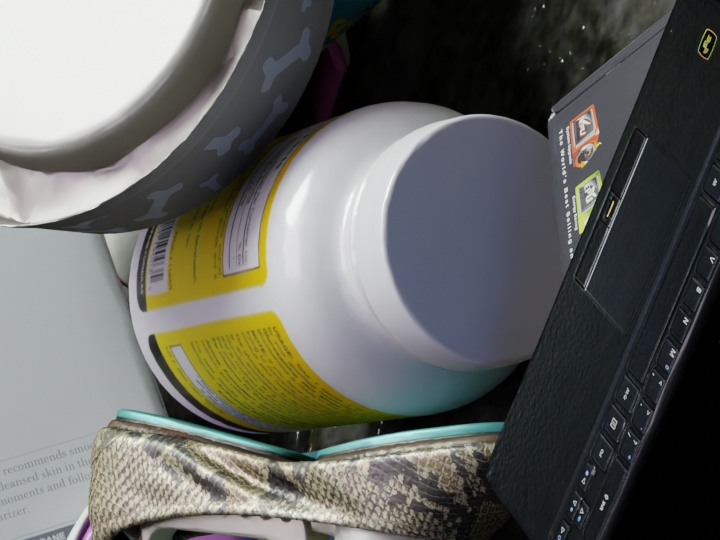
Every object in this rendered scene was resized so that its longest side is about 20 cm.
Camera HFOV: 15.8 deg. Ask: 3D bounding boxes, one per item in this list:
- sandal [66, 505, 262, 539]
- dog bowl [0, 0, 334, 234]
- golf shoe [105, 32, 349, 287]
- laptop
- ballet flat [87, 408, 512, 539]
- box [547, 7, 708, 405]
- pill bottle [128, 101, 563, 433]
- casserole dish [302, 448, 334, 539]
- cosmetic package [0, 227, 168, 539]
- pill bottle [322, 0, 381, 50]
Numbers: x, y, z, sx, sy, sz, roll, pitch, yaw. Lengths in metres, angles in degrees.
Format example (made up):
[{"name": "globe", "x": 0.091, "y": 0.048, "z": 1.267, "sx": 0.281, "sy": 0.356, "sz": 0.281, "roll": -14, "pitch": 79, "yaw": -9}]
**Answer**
[{"name": "sandal", "x": -0.091, "y": 0.151, "z": 0.985, "sx": 0.203, "sy": 0.082, "sz": 0.050, "roll": -64, "pitch": 3, "yaw": -27}, {"name": "dog bowl", "x": -0.095, "y": -0.105, "z": 0.963, "sx": 0.199, "sy": 0.059, "sz": 0.201, "roll": -10, "pitch": 69, "yaw": 29}, {"name": "golf shoe", "x": -0.062, "y": -0.057, "z": 1.159, "sx": 0.201, "sy": 0.075, "sz": 0.092, "roll": -64, "pitch": 32, "yaw": 31}, {"name": "laptop", "x": 0.065, "y": 0.028, "z": 0.707, "sx": 0.200, "sy": 0.103, "sz": 0.178, "roll": 53, "pitch": 127, "yaw": 55}, {"name": "ballet flat", "x": -0.016, "y": 0.091, "z": 0.934, "sx": 0.199, "sy": 0.068, "sz": 0.076, "roll": 0, "pitch": 77, "yaw": 33}, {"name": "box", "x": 0.123, "y": 0.010, "z": 0.767, "sx": 0.161, "sy": 0.049, "sz": 0.201, "roll": -36, "pitch": 49, "yaw": 51}, {"name": "pill bottle", "x": 0.000, "y": 0.000, "z": 0.955, "sx": 0.200, "sy": 0.112, "sz": 0.113, "roll": -12, "pitch": 69, "yaw": 63}, {"name": "casserole dish", "x": -0.014, "y": 0.134, "z": 1.018, "sx": 0.200, "sy": 0.039, "sz": 0.122, "roll": 15, "pitch": 93, "yaw": 66}, {"name": "cosmetic package", "x": -0.163, "y": 0.075, "z": 1.134, "sx": 0.199, "sy": 0.122, "sz": 0.201, "roll": 125, "pitch": 128, "yaw": -66}, {"name": "pill bottle", "x": -0.057, "y": -0.126, "z": 1.049, "sx": 0.200, "sy": 0.111, "sz": 0.111, "roll": -38, "pitch": 40, "yaw": 18}]
